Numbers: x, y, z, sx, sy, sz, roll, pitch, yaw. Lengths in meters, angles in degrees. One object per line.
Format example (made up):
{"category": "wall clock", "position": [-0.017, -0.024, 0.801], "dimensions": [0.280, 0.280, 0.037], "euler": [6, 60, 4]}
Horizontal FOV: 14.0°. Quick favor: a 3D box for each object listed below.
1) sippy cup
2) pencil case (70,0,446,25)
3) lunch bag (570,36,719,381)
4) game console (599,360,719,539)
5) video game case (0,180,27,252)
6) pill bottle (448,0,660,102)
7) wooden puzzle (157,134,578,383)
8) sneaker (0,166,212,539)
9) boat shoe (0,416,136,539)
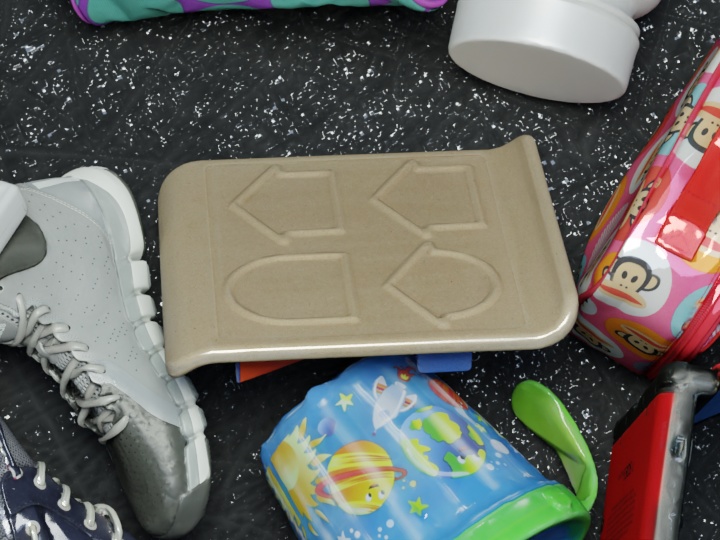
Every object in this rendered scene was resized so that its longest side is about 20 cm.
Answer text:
{"category": "sippy cup", "position": [0.023, 0.114, 1.454], "dimensions": [0.140, 0.178, 0.130], "euler": [-47, 71, 22]}
{"category": "pencil case", "position": [-0.055, -0.170, 1.494], "dimensions": [0.199, 0.092, 0.085], "euler": [-1, 109, 20]}
{"category": "lunch bag", "position": [0.179, -0.049, 1.464], "dimensions": [0.082, 0.176, 0.200], "euler": [30, 79, 4]}
{"category": "game console", "position": [0.187, 0.100, 1.422], "dimensions": [0.118, 0.200, 0.173], "euler": [8, 78, 0]}
{"category": "video game case", "position": [-0.284, 0.020, 1.423], "dimensions": [0.182, 0.024, 0.200], "euler": [12, 54, 27]}
{"category": "pill bottle", "position": [0.112, -0.196, 1.522], "dimensions": [0.114, 0.114, 0.201], "euler": [14, 79, 0]}
{"category": "wooden puzzle", "position": [0.000, 0.000, 1.470], "dimensions": [0.199, 0.185, 0.046], "euler": [-6, 121, -2]}
{"category": "sneaker", "position": [-0.153, 0.046, 1.463], "dimensions": [0.115, 0.075, 0.200], "euler": [-5, 67, -36]}
{"category": "boat shoe", "position": [-0.159, 0.126, 1.473], "dimensions": [0.092, 0.075, 0.201], "euler": [-11, 88, -10]}
